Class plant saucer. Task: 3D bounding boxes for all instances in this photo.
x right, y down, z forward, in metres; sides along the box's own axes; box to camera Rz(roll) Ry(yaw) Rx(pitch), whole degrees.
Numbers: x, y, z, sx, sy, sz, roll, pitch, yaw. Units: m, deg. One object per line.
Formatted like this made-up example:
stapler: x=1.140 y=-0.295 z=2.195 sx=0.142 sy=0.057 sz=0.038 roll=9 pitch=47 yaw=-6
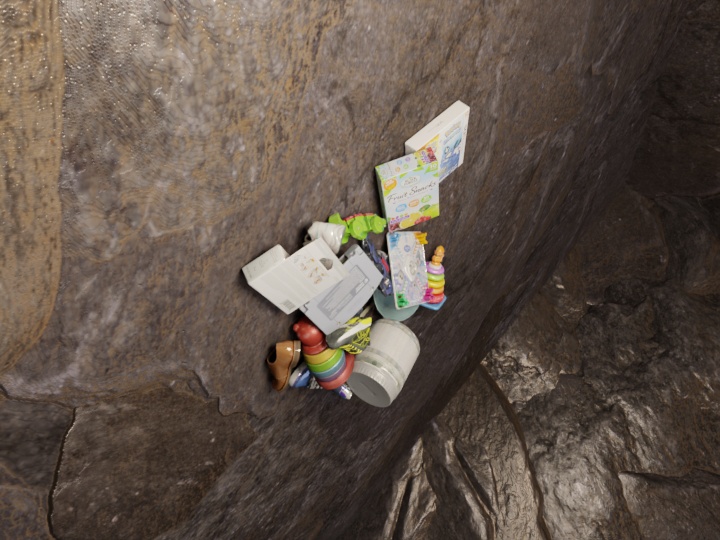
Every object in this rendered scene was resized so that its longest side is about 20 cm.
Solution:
plant saucer: x=0.104 y=0.042 z=1.549 sx=0.196 sy=0.038 sz=0.208 roll=-6 pitch=99 yaw=-36

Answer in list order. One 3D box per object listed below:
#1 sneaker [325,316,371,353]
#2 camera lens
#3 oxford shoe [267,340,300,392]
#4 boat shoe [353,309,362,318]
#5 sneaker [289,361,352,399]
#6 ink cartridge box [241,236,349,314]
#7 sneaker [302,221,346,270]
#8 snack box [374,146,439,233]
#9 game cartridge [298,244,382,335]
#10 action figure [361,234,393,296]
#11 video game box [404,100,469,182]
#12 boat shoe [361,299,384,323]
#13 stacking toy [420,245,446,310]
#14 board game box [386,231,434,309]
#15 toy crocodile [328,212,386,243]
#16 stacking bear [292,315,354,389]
sneaker: x=-0.018 y=0.174 z=1.351 sx=0.199 sy=0.073 sz=0.087 roll=-19 pitch=100 yaw=-60
camera lens: x=0.065 y=0.249 z=1.488 sx=0.202 sy=0.156 sz=0.162 roll=-55 pitch=160 yaw=-36
oxford shoe: x=-0.203 y=0.236 z=1.348 sx=0.069 sy=0.073 sz=0.203 roll=7 pitch=135 yaw=-15
boat shoe: x=-0.033 y=0.145 z=1.482 sx=0.090 sy=0.071 sz=0.203 roll=-38 pitch=149 yaw=-21
sneaker: x=-0.089 y=0.307 z=1.498 sx=0.198 sy=0.146 sz=0.082 roll=-25 pitch=153 yaw=-44
ink cartridge box: x=-0.129 y=0.003 z=1.129 sx=0.171 sy=0.044 sz=0.200 roll=-33 pitch=152 yaw=2
sneaker: x=-0.086 y=-0.052 z=1.173 sx=0.201 sy=0.078 sz=0.072 roll=116 pitch=-8 yaw=-61
snack box: x=0.115 y=-0.186 z=1.284 sx=0.138 sy=0.054 sz=0.202 roll=-21 pitch=147 yaw=-4
game cartridge: x=-0.043 y=0.051 z=1.276 sx=0.200 sy=0.040 sz=0.134 roll=-45 pitch=125 yaw=-4
action figure: x=0.000 y=0.000 z=1.378 sx=0.193 sy=0.103 sz=0.204 roll=-41 pitch=125 yaw=-33
video game box: x=0.189 y=-0.292 z=1.341 sx=0.199 sy=0.046 sz=0.184 roll=-41 pitch=149 yaw=-21
boat shoe: x=0.055 y=0.127 z=1.609 sx=0.201 sy=0.064 sz=0.072 roll=-51 pitch=155 yaw=-1
stacking toy: x=0.235 y=0.014 z=1.741 sx=0.116 sy=0.107 sz=0.206 roll=-38 pitch=142 yaw=-57
board game box: x=0.144 y=-0.007 z=1.494 sx=0.198 sy=0.025 sz=0.207 roll=-6 pitch=88 yaw=-57
toy crocodile: x=-0.005 y=-0.105 z=1.246 sx=0.066 sy=0.064 sz=0.198 roll=-18 pitch=179 yaw=38
stacking bear: x=-0.102 y=0.194 z=1.366 sx=0.118 sy=0.115 sz=0.203 roll=-19 pitch=125 yaw=9
